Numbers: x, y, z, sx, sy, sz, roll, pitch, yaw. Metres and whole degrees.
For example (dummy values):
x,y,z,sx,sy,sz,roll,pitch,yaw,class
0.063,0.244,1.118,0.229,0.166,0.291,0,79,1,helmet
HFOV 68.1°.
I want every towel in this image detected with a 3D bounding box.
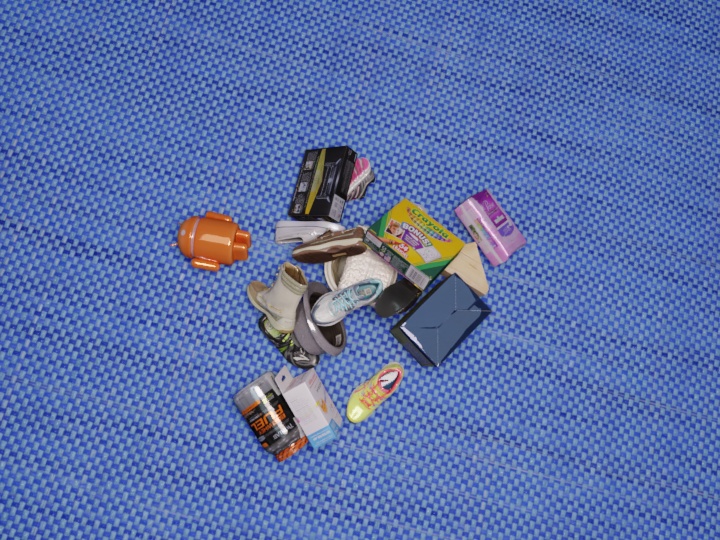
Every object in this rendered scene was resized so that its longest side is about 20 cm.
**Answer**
x,y,z,sx,sy,sz,roll,pitch,yaw,class
0.024,-0.013,1.395,0.132,0.034,0.201,18,80,0,towel

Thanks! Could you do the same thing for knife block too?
x,y,z,sx,sy,sz,roll,pitch,yaw,class
0.243,-0.009,1.473,0.174,0.064,0.202,-14,82,-6,knife block

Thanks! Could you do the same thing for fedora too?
x,y,z,sx,sy,sz,roll,pitch,yaw,class
-0.118,0.138,1.386,0.090,0.177,0.201,-28,79,21,fedora

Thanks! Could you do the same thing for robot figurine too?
x,y,z,sx,sy,sz,roll,pitch,yaw,class
-0.391,-0.078,1.400,0.198,0.117,0.145,10,98,-3,robot figurine

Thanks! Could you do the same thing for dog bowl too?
x,y,z,sx,sy,sz,roll,pitch,yaw,class
0.000,0.000,1.444,0.198,0.074,0.202,1,80,-4,dog bowl

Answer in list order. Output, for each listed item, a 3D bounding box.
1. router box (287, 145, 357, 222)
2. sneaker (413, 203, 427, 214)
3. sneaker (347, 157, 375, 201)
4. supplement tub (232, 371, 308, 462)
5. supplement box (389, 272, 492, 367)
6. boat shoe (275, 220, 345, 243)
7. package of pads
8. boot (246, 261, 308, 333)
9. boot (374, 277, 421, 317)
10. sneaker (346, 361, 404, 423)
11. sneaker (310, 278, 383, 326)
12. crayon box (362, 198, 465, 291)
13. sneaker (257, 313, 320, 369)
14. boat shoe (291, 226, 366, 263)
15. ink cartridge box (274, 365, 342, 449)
x,y,z,sx,sy,sz,roll,pitch,yaw,class
-0.103,-0.231,1.440,0.156,0.052,0.202,6,77,39,router box
0.137,-0.082,1.444,0.076,0.080,0.201,23,58,-24,sneaker
-0.034,-0.217,1.478,0.200,0.087,0.074,-45,53,9,sneaker
-0.220,0.367,1.338,0.122,0.123,0.201,-35,85,-10,supplement tub
0.199,0.133,1.374,0.200,0.200,0.134,-43,86,-10,supplement box
-0.136,-0.094,1.438,0.198,0.074,0.066,2,78,19,boat shoe
0.362,-0.122,1.478,0.120,0.076,0.201,-31,84,-43,package of pads
-0.211,0.042,1.355,0.200,0.072,0.156,42,121,38,boot
0.112,0.076,1.389,0.200,0.174,0.069,-41,72,-19,boot
0.038,0.314,1.386,0.078,0.090,0.200,43,81,1,sneaker
-0.032,0.067,1.304,0.199,0.086,0.078,-28,82,-19,sneaker
0.134,-0.069,1.331,0.200,0.058,0.172,39,52,12,crayon box
-0.192,0.188,1.390,0.199,0.083,0.071,42,79,1,sneaker
-0.080,-0.070,1.377,0.201,0.075,0.075,-7,64,13,boat shoe
-0.127,0.325,1.335,0.068,0.115,0.201,-29,94,8,ink cartridge box
